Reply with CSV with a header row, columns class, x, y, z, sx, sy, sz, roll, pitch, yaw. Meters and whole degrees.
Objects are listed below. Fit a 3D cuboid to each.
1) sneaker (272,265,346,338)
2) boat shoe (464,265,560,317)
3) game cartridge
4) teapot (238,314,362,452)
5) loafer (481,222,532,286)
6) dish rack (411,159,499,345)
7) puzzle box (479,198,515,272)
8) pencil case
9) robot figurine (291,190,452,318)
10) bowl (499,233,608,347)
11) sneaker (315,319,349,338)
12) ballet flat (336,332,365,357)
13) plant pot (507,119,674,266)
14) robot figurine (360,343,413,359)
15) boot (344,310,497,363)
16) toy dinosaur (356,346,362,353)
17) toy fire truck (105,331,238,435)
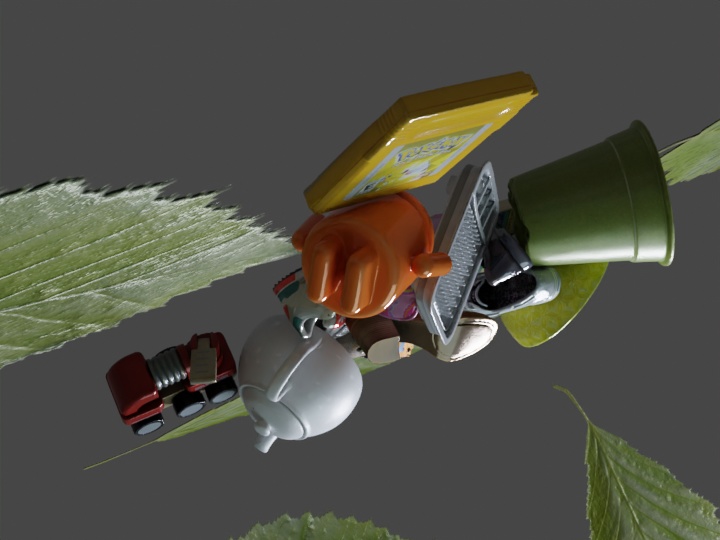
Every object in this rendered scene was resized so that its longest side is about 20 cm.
class,x,y,z,sx,sy,sz,roll,pitch,yaw
sneaker,-0.026,0.021,1.485,0.199,0.094,0.070,-31,168,35
boat shoe,0.180,0.030,1.594,0.200,0.071,0.071,-16,167,37
game cartridge,0.059,-0.124,1.110,0.175,0.033,0.200,-18,170,-35
teapot,-0.102,0.169,1.607,0.196,0.201,0.146,4,-133,44
loafer,0.178,-0.026,1.526,0.063,0.072,0.200,-40,-170,5
dish rack,0.113,-0.024,1.385,0.043,0.201,0.172,17,163,17
puzzle box,0.197,-0.013,1.718,0.132,0.025,0.201,-18,131,-40
pencil case,0.078,-0.007,1.488,0.087,0.088,0.200,-32,-175,37
robot figurine,0.012,-0.022,1.212,0.143,0.117,0.200,-22,-169,29
bowl,0.259,0.000,1.665,0.200,0.107,0.200,-49,-168,14
sneaker,-0.034,0.072,1.673,0.113,0.077,0.200,-14,163,-23
ballet flat,0.043,0.080,1.732,0.198,0.069,0.067,-19,169,-15
plant pot,0.303,-0.084,1.537,0.188,0.202,0.200,-13,170,2
robot figurine,-0.007,0.094,1.840,0.199,0.145,0.059,12,106,-49
boot,0.072,0.053,1.538,0.198,0.156,0.077,-11,130,-13
toy dinosaur,0.082,0.061,1.684,0.201,0.088,0.047,-56,-177,-14
toy fire truck,-0.254,0.144,1.552,0.175,0.129,0.200,-22,158,-13
